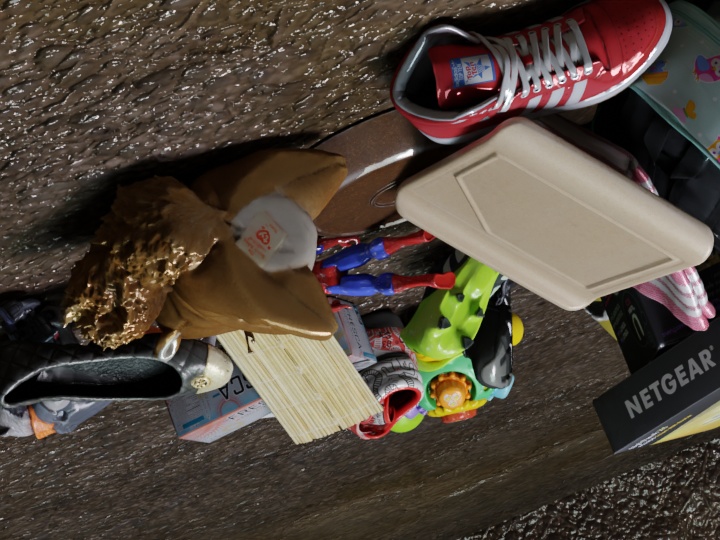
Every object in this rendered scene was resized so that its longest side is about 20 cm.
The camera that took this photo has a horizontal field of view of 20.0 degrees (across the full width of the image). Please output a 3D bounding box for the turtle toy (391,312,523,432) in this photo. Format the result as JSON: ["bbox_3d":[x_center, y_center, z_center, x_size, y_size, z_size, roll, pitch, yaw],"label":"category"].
[{"bbox_3d":[0.077,0.109,2.110,0.145,0.102,0.199,-8,174,-42],"label":"turtle toy"}]

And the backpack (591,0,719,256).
[{"bbox_3d":[0.266,-0.112,1.511,0.153,0.176,0.200,-44,165,2],"label":"backpack"}]

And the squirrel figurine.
[{"bbox_3d":[-0.126,-0.004,1.513,0.199,0.143,0.186,5,164,-28],"label":"squirrel figurine"}]

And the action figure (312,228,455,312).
[{"bbox_3d":[0.000,0.000,1.711,0.199,0.066,0.099,-10,-179,34],"label":"action figure"}]

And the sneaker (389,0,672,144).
[{"bbox_3d":[0.114,-0.145,1.406,0.199,0.072,0.112,-24,167,17],"label":"sneaker"}]

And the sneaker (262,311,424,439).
[{"bbox_3d":[-0.036,0.124,1.998,0.200,0.108,0.067,-24,143,1],"label":"sneaker"}]

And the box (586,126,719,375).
[{"bbox_3d":[0.253,-0.025,1.733,0.105,0.201,0.122,-18,164,-8],"label":"box"}]

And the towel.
[{"bbox_3d":[0.189,-0.043,1.573,0.030,0.146,0.200,-45,132,-12],"label":"towel"}]

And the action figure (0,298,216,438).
[{"bbox_3d":[-0.220,0.073,1.647,0.193,0.105,0.200,-31,164,1],"label":"action figure"}]

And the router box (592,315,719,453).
[{"bbox_3d":[0.313,0.080,1.688,0.156,0.053,0.200,-9,160,-36],"label":"router box"}]

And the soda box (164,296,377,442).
[{"bbox_3d":[-0.089,0.097,1.950,0.199,0.064,0.068,-26,163,18],"label":"soda box"}]

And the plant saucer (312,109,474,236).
[{"bbox_3d":[0.028,-0.075,1.595,0.199,0.035,0.200,-20,164,-6],"label":"plant saucer"}]

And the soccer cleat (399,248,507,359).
[{"bbox_3d":[0.101,-0.010,1.746,0.200,0.068,0.081,-54,-156,-19],"label":"soccer cleat"}]

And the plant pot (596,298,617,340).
[{"bbox_3d":[0.305,0.010,2.020,0.199,0.143,0.200,-19,163,-6],"label":"plant pot"}]

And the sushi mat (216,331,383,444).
[{"bbox_3d":[-0.059,0.088,1.875,0.095,0.012,0.200,-22,134,11],"label":"sushi mat"}]

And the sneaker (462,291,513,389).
[{"bbox_3d":[0.102,0.050,1.881,0.079,0.076,0.200,0,-154,2],"label":"sneaker"}]

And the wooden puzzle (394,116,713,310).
[{"bbox_3d":[0.141,-0.043,1.511,0.184,0.037,0.200,29,157,-15],"label":"wooden puzzle"}]

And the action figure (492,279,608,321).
[{"bbox_3d":[0.208,-0.025,1.850,0.199,0.120,0.102,-7,151,-15],"label":"action figure"}]

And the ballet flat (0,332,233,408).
[{"bbox_3d":[-0.195,0.086,1.588,0.199,0.057,0.067,-1,133,-19],"label":"ballet flat"}]
